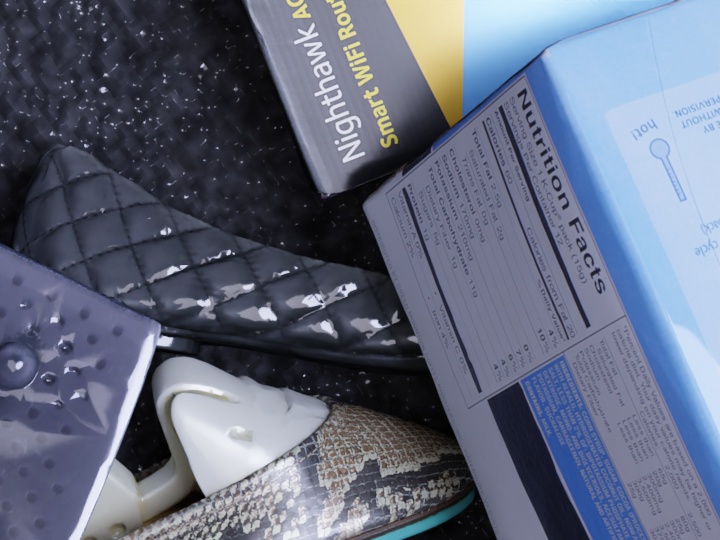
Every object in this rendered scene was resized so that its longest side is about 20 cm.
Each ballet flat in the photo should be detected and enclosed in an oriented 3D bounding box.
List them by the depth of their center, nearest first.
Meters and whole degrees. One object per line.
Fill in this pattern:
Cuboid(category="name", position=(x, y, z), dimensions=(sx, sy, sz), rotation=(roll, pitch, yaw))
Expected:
Cuboid(category="ballet flat", position=(-0.068, 0.069, 0.807), dimensions=(0.200, 0.068, 0.075), rotation=(-23, 104, 1))
Cuboid(category="ballet flat", position=(0.000, 0.000, 0.810), dimensions=(0.200, 0.066, 0.057), rotation=(6, 87, -3))

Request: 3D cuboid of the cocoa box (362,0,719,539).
Cuboid(category="cocoa box", position=(0.128, -0.007, 0.740), dimensions=(0.200, 0.131, 0.133), rotation=(-20, 82, -24))

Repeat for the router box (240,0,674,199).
Cuboid(category="router box", position=(0.020, -0.139, 0.810), dimensions=(0.149, 0.051, 0.200), rotation=(-22, 93, -2))

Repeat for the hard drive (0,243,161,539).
Cuboid(category="hard drive", position=(-0.147, 0.076, 0.696), dimensions=(0.135, 0.042, 0.200), rotation=(26, 76, 0))
